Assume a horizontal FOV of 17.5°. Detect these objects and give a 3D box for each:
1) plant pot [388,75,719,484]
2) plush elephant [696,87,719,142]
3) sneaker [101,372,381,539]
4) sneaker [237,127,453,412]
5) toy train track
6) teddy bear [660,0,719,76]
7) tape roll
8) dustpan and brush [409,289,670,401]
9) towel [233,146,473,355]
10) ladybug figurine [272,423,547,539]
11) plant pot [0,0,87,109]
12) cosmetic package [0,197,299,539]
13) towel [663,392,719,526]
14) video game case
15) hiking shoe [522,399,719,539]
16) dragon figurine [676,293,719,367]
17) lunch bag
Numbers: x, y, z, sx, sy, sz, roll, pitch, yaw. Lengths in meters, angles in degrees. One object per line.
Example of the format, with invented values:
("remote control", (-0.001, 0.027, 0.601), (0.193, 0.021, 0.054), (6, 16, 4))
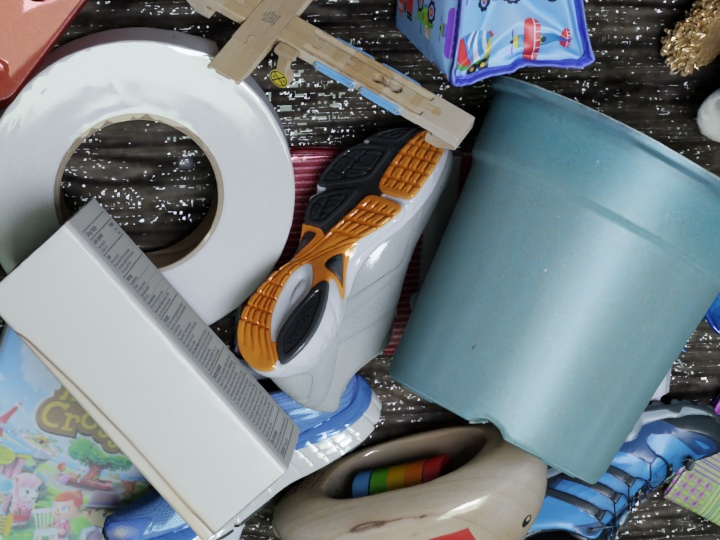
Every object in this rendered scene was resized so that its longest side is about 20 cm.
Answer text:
("plant pot", (0.124, 0.013, 1.439), (0.200, 0.200, 0.197), (28, 88, -21))
("plush elephant", (0.295, -0.109, 1.467), (0.154, 0.200, 0.165), (12, 124, 4))
("sneaker", (-0.089, 0.113, 1.533), (0.200, 0.079, 0.089), (-35, 103, -7))
("sneaker", (0.000, 0.000, 1.499), (0.200, 0.076, 0.092), (-54, 140, -16))
("toy train track", (-0.022, -0.127, 1.457), (0.199, 0.115, 0.033), (30, 145, 11))
("teddy bear", (0.266, -0.178, 1.542), (0.200, 0.067, 0.145), (28, 110, -27))
("tape roll", (-0.140, -0.054, 1.484), (0.202, 0.037, 0.204), (-2, 111, -5))
("dustpan and brush", (0.123, 0.021, 1.561), (0.199, 0.057, 0.140), (-2, 99, -40))
("towel", (0.017, -0.012, 1.557), (0.199, 0.023, 0.145), (0, 110, -12))
("ladybug figurine", (0.035, 0.160, 1.550), (0.199, 0.136, 0.072), (-13, 108, 25))
("plant pot", (-0.226, -0.205, 1.348), (0.200, 0.176, 0.200), (36, 98, -22))
("cosmetic package", (-0.130, 0.058, 1.431), (0.073, 0.104, 0.200), (-41, 95, 9))
("towel", (0.318, 0.102, 1.668), (0.143, 0.023, 0.200), (27, 102, -21))
("video game case", (-0.164, 0.128, 1.563), (0.199, 0.022, 0.183), (16, 104, -18))
("hiking shoe", (0.165, 0.158, 1.607), (0.199, 0.087, 0.074), (-22, 148, 1))
("dragon figurine", (0.242, 0.013, 1.582), (0.199, 0.059, 0.100), (-7, 102, -43))
("lunch bag", (0.071, -0.231, 1.422), (0.094, 0.151, 0.201), (-10, 111, -10))
